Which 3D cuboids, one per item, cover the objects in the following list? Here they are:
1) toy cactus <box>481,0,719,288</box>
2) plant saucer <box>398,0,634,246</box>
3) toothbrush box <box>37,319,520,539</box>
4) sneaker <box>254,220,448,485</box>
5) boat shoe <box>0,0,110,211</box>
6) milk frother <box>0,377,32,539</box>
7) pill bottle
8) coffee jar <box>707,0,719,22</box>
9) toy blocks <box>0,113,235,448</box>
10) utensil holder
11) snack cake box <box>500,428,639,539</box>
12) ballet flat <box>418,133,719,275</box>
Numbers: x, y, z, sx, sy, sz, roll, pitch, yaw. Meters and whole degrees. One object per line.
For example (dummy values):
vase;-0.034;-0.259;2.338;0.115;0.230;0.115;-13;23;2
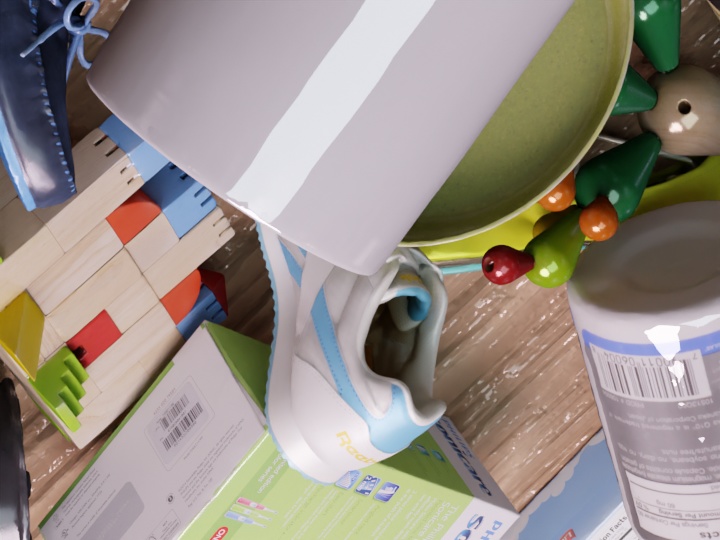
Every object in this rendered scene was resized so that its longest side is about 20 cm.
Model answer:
toy cactus;0.126;-0.083;1.332;0.164;0.102;0.201;12;80;-36
plant saucer;0.038;-0.105;1.270;0.200;0.200;0.031;-39;154;9
toothbrush box;-0.040;0.129;1.390;0.200;0.086;0.146;23;112;-44
sneaker;0.000;0.000;1.304;0.081;0.201;0.076;-24;149;33
boat shoe;-0.149;-0.130;1.209;0.068;0.084;0.201;-14;90;-10
milk frother;-0.253;0.167;1.326;0.187;0.200;0.181;-5;124;-11
pill bottle;0.179;0.077;1.359;0.113;0.114;0.201;-19;118;-3
coffee jar;0.238;-0.108;1.349;0.085;0.104;0.200;-34;121;3
toy blocks;-0.125;-0.007;1.313;0.137;0.100;0.200;-41;146;-10
utensil holder;0.000;-0.122;1.178;0.169;0.170;0.201;30;99;-27
snack cake box;0.186;0.122;1.488;0.115;0.067;0.200;36;105;-26
ballet flat;0.100;-0.036;1.387;0.199;0.067;0.067;-4;99;-15
